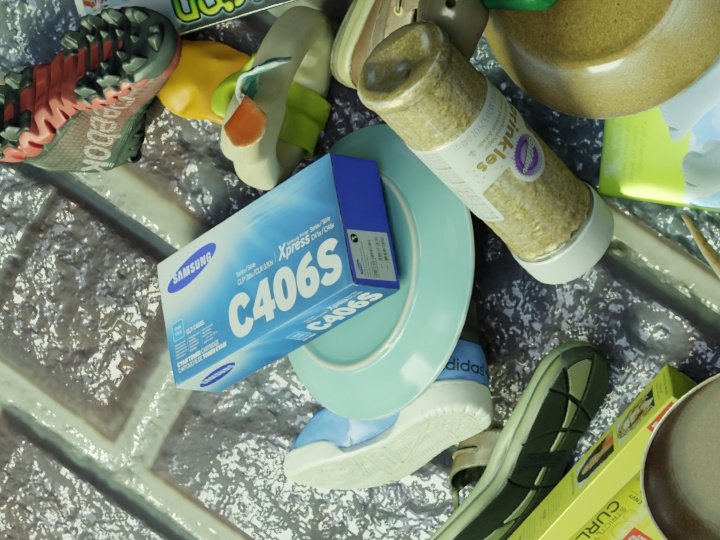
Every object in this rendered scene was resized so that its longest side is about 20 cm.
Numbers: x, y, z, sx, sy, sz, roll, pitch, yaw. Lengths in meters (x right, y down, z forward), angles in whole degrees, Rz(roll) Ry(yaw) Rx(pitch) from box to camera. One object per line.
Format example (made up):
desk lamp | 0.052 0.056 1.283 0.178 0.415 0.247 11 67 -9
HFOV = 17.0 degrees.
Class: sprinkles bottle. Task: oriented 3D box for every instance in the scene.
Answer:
sprinkles bottle | 0.081 -0.072 1.521 0.068 0.068 0.200 -30 129 23

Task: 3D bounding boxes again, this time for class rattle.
rattle | -0.096 -0.126 1.577 0.143 0.200 0.130 35 111 9

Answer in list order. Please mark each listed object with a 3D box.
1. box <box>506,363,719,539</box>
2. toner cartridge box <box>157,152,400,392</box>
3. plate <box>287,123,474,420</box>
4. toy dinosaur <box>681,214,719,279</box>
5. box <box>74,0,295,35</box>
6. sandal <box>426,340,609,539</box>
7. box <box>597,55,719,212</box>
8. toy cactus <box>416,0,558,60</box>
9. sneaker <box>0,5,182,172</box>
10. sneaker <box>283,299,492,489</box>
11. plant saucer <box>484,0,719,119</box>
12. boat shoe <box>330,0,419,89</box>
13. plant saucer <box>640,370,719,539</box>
box | 0.172 0.161 1.621 0.075 0.050 0.200 36 112 -13
toner cartridge box | -0.059 0.004 1.626 0.200 0.043 0.095 -31 60 43
plate | 0.000 0.000 1.610 0.200 0.026 0.201 -8 79 49
toy dinosaur | 0.298 0.032 1.561 0.199 0.060 0.107 10 93 7
box | -0.108 -0.222 1.649 0.199 0.035 0.110 -13 98 22
sandal | 0.101 0.124 1.644 0.057 0.080 0.201 45 114 35
box | 0.258 -0.096 1.543 0.199 0.048 0.122 8 105 18
toy cactus | 0.064 -0.198 1.501 0.199 0.102 0.165 15 123 -1
sneaker | -0.173 -0.119 1.651 0.200 0.098 0.071 -27 52 44
sneaker | 0.016 0.076 1.659 0.200 0.077 0.112 -33 51 49
plant saucer | 0.151 -0.198 1.527 0.200 0.035 0.201 -3 85 32
boat shoe | 0.047 -0.197 1.574 0.068 0.072 0.201 36 119 29
plant saucer | 0.279 0.125 1.540 0.199 0.032 0.201 3 126 5
